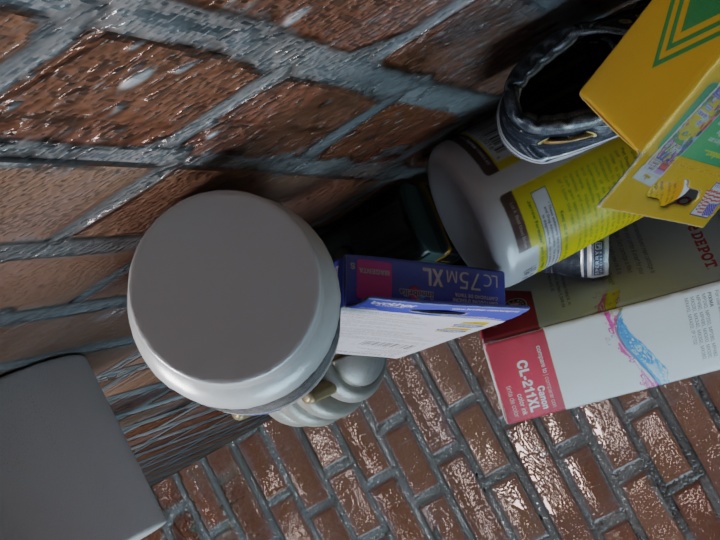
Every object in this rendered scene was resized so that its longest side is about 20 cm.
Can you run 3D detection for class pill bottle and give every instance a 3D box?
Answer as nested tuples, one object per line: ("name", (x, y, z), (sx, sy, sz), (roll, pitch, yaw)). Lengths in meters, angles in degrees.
("pill bottle", (-0.066, 0.021, 0.759), (0.113, 0.114, 0.200), (-28, 174, -4))
("pill bottle", (0.154, -0.077, 0.953), (0.199, 0.110, 0.109), (-27, 173, -11))

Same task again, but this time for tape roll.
("tape roll", (-0.258, 0.168, 0.994), (0.202, 0.140, 0.203), (-27, 173, -4))

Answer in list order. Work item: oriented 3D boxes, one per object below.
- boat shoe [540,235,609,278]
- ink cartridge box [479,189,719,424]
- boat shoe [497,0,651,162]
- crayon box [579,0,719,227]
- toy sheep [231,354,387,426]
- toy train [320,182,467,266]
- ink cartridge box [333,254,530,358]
("boat shoe", (0.145, -0.066, 1.073), (0.090, 0.071, 0.201), (0, -147, 8))
("ink cartridge box", (0.192, 0.024, 1.065), (0.198, 0.083, 0.146), (-15, -152, 8))
("boat shoe", (0.171, -0.122, 0.779), (0.199, 0.071, 0.091), (-28, 175, 3))
("crayon box", (0.194, -0.117, 0.688), (0.125, 0.052, 0.200), (5, 128, -52))
("toy sheep", (-0.044, 0.081, 1.263), (0.199, 0.139, 0.137), (-11, -174, 39))
("toy train", (0.000, 0.000, 1.068), (0.199, 0.086, 0.114), (-28, 161, 26))
("ink cartridge box", (0.015, 0.025, 0.935), (0.118, 0.042, 0.200), (6, 168, -23))
